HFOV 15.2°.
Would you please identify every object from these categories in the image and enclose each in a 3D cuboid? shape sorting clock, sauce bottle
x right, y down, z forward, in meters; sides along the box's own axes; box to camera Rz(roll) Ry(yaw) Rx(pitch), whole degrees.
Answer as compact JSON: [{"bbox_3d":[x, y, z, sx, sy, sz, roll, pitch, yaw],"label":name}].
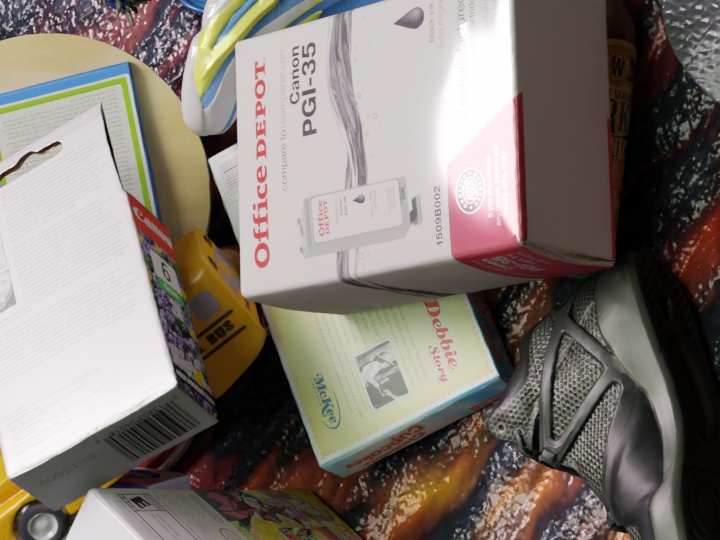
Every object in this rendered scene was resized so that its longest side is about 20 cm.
[{"bbox_3d":[-0.184,-0.039,1.567,0.198,0.039,0.201,-2,76,8],"label":"shape sorting clock"},{"bbox_3d":[0.113,-0.098,1.431,0.064,0.065,0.202,5,89,38],"label":"sauce bottle"}]

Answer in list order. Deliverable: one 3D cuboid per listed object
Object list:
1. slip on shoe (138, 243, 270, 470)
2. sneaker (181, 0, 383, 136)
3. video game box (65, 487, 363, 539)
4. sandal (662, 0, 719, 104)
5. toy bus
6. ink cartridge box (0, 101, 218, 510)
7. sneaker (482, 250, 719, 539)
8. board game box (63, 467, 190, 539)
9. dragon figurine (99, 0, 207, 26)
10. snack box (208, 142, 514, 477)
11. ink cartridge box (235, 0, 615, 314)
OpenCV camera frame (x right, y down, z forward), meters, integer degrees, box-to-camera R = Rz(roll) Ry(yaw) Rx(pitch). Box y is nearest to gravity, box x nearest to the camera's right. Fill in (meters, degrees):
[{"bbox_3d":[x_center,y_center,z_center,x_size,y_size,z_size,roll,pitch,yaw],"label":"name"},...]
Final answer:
[{"bbox_3d":[-0.117,0.058,1.595,0.200,0.061,0.074,-49,60,24],"label":"slip on shoe"},{"bbox_3d":[-0.021,-0.152,1.505,0.105,0.076,0.201,27,96,6],"label":"sneaker"},{"bbox_3d":[-0.032,0.187,1.435,0.200,0.182,0.047,40,113,35],"label":"video game box"},{"bbox_3d":[0.188,-0.173,1.402,0.076,0.043,0.201,-26,59,25],"label":"sandal"},{"bbox_3d":[-0.143,0.072,1.514,0.200,0.078,0.065,-38,22,7],"label":"toy bus"},{"bbox_3d":[-0.152,0.017,1.461,0.109,0.050,0.201,-29,52,14],"label":"ink cartridge box"},{"bbox_3d":[0.132,0.102,1.386,0.114,0.076,0.201,-31,63,33],"label":"sneaker"},{"bbox_3d":[-0.185,0.211,1.618,0.199,0.041,0.202,4,98,39],"label":"board game box"},{"bbox_3d":[-0.073,-0.177,1.581,0.199,0.059,0.100,17,95,9],"label":"dragon figurine"},{"bbox_3d":[0.000,0.000,1.508,0.116,0.037,0.201,-27,67,16],"label":"snack box"},{"bbox_3d":[0.030,-0.062,1.404,0.199,0.082,0.148,-11,76,42],"label":"ink cartridge box"}]
